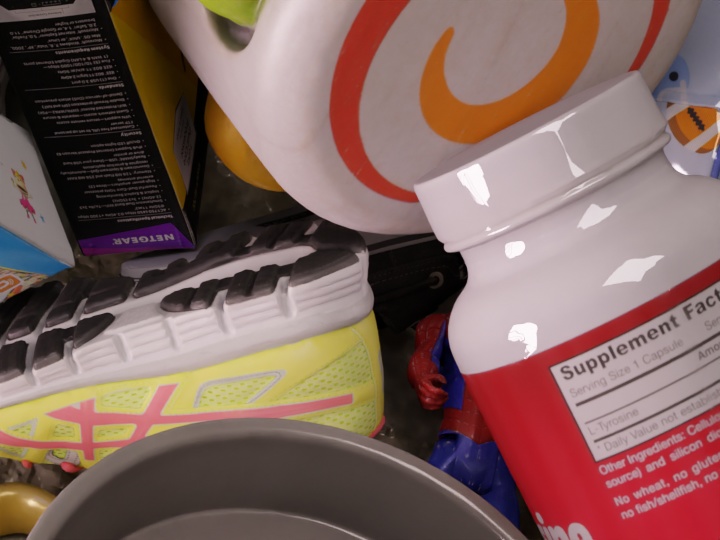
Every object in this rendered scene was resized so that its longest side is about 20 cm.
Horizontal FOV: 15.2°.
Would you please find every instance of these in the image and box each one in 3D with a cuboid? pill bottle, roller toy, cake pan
[{"bbox_3d":[0.099,0.042,0.897,0.112,0.112,0.201,-28,94,-21],"label":"pill bottle"},{"bbox_3d":[0.019,-0.118,0.951,0.182,0.200,0.140,-29,52,-10],"label":"roller toy"},{"bbox_3d":[-0.018,0.136,0.854,0.199,0.037,0.201,11,47,-12],"label":"cake pan"}]

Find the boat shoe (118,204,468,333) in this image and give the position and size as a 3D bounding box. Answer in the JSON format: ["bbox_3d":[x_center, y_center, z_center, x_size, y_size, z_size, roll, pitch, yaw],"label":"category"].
[{"bbox_3d":[0.000,0.000,1.065,0.199,0.069,0.057,-16,100,-22],"label":"boat shoe"}]

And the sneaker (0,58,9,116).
[{"bbox_3d":[-0.157,-0.122,1.077,0.077,0.100,0.201,9,62,-4],"label":"sneaker"}]

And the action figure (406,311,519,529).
[{"bbox_3d":[0.045,0.073,0.995,0.065,0.099,0.201,11,69,-5],"label":"action figure"}]

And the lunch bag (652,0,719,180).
[{"bbox_3d":[0.151,-0.081,1.065,0.075,0.160,0.201,9,74,29],"label":"lunch bag"}]

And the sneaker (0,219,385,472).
[{"bbox_3d":[-0.081,0.050,0.983,0.199,0.091,0.078,-13,24,19],"label":"sneaker"}]

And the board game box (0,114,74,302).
[{"bbox_3d":[-0.223,-0.004,0.936,0.199,0.147,0.065,-27,67,12],"label":"board game box"}]

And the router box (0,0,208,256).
[{"bbox_3d":[-0.093,-0.129,1.036,0.051,0.150,0.201,-5,48,10],"label":"router box"}]

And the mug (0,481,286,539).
[{"bbox_3d":[-0.090,0.140,0.934,0.153,0.150,0.187,-28,77,-29],"label":"mug"}]
